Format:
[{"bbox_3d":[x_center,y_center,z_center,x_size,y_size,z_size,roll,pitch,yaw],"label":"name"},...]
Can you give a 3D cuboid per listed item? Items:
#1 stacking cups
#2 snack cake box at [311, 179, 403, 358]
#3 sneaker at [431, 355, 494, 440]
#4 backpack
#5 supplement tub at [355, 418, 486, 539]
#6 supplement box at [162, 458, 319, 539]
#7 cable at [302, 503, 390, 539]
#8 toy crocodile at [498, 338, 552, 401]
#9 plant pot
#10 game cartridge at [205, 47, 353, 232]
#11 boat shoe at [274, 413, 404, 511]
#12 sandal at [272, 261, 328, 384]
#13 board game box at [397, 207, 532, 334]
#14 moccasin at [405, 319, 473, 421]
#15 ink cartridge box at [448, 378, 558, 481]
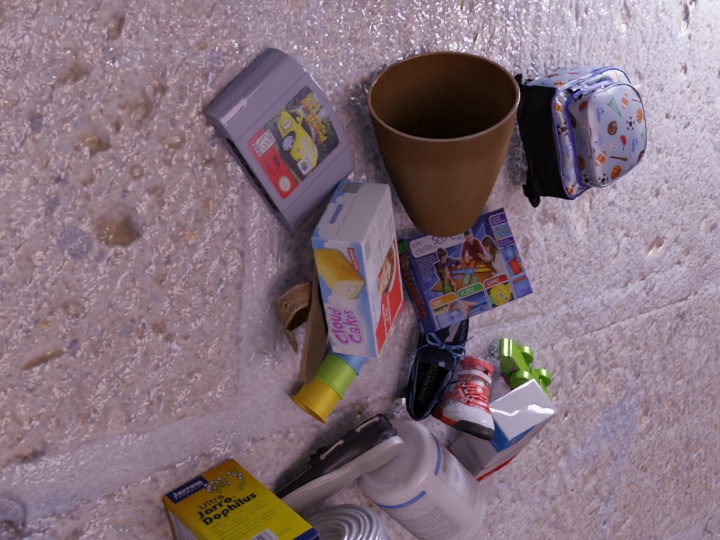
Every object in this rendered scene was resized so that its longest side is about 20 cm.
[{"bbox_3d":[-0.013,0.109,1.356,0.200,0.060,0.061,-54,134,-13],"label":"stacking cups"},{"bbox_3d":[0.000,0.000,1.261,0.115,0.067,0.201,-66,156,-44],"label":"snack cake box"},{"bbox_3d":[0.161,0.181,1.466,0.067,0.201,0.108,24,85,-8],"label":"sneaker"},{"bbox_3d":[0.329,-0.212,1.460,0.190,0.154,0.201,-35,125,-38],"label":"backpack"},{"bbox_3d":[0.091,0.320,1.489,0.132,0.132,0.200,-52,134,-12],"label":"supplement tub"},{"bbox_3d":[-0.143,0.342,1.236,0.109,0.200,0.109,-25,123,-31],"label":"supplement box"},{"bbox_3d":[-0.055,0.392,1.347,0.199,0.200,0.069,-22,104,-1],"label":"cable"},{"bbox_3d":[0.269,0.182,1.643,0.200,0.062,0.068,49,35,-41],"label":"toy crocodile"},{"bbox_3d":[0.106,-0.147,1.289,0.186,0.186,0.200,-35,143,-26],"label":"plant pot"},{"bbox_3d":[-0.086,-0.157,1.191,0.133,0.041,0.200,-50,133,-19],"label":"game cartridge"},{"bbox_3d":[-0.037,0.269,1.397,0.200,0.060,0.074,-30,151,-4],"label":"boat shoe"},{"bbox_3d":[-0.075,0.036,1.271,0.078,0.069,0.213,51,49,-70],"label":"sandal"},{"bbox_3d":[0.147,-0.002,1.423,0.199,0.034,0.136,-17,88,-36],"label":"board game box"},{"bbox_3d":[0.117,0.128,1.453,0.068,0.080,0.201,-69,170,-77],"label":"moccasin"},{"bbox_3d":[0.215,0.266,1.585,0.116,0.067,0.200,-22,155,-34],"label":"ink cartridge box"}]
